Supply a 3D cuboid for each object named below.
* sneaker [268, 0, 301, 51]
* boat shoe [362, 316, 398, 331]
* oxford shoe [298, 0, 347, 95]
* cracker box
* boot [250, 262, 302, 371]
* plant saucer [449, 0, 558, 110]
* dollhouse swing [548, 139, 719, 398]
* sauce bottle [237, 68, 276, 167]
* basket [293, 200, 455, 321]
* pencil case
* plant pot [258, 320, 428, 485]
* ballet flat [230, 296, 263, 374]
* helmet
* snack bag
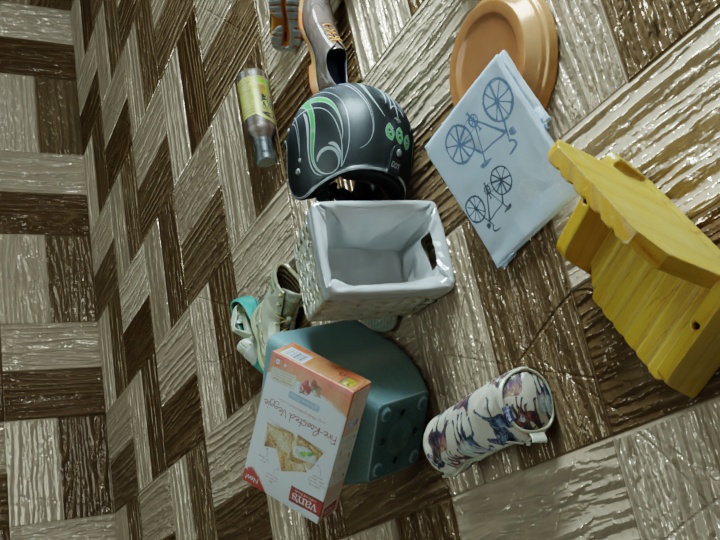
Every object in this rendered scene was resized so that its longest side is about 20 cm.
[{"bbox_3d":[-0.135,-0.493,1.608,0.201,0.077,0.079,115,155,-58],"label":"sneaker"},{"bbox_3d":[0.000,0.000,1.353,0.074,0.062,0.202,-31,94,27],"label":"boat shoe"},{"bbox_3d":[-0.053,-0.391,1.489,0.072,0.070,0.204,-2,100,56],"label":"oxford shoe"},{"bbox_3d":[-0.075,0.219,1.198,0.132,0.057,0.203,22,109,24],"label":"cracker box"},{"bbox_3d":[-0.141,0.103,1.643,0.156,0.071,0.202,-62,39,36],"label":"boot"},{"bbox_3d":[0.170,-0.256,1.112,0.199,0.037,0.204,1,91,62],"label":"plant saucer"},{"bbox_3d":[0.242,-0.001,0.840,0.201,0.173,0.184,59,138,41],"label":"dollhouse swing"},{"bbox_3d":[-0.203,-0.304,1.764,0.065,0.064,0.204,-39,58,54],"label":"sauce bottle"},{"bbox_3d":[0.012,-0.011,1.238,0.123,0.197,0.138,134,129,-57],"label":"basket"},{"bbox_3d":[0.154,0.195,1.095,0.200,0.077,0.091,-45,37,52],"label":"pencil case"},{"bbox_3d":[-0.014,0.205,1.295,0.198,0.194,0.200,20,108,40],"label":"plant pot"},{"bbox_3d":[-0.224,0.136,1.791,0.068,0.069,0.202,-61,40,40],"label":"ballet flat"},{"bbox_3d":[-0.017,-0.178,1.300,0.200,0.197,0.194,130,142,-48],"label":"helmet"},{"bbox_3d":[0.173,-0.130,1.078,0.202,0.021,0.189,60,142,16],"label":"snack bag"}]
